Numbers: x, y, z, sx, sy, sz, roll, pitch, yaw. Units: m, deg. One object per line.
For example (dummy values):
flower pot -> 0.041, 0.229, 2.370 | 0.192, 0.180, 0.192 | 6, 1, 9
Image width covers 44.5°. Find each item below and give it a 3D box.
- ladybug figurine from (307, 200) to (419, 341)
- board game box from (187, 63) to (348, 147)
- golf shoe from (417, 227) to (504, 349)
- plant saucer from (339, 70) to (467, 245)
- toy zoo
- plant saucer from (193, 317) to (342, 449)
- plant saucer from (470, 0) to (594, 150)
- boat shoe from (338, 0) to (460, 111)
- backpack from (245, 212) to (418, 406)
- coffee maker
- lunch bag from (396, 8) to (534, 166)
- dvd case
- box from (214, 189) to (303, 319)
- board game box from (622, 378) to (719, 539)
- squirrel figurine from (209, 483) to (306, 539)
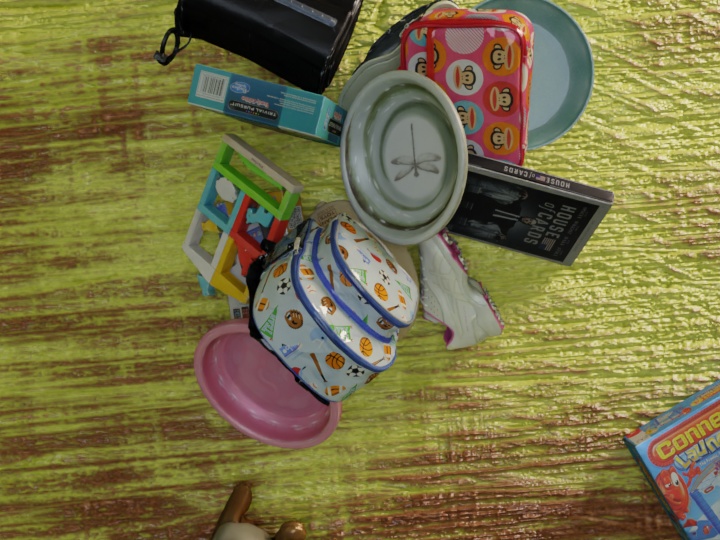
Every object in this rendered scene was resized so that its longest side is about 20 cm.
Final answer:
ladybug figurine -> 0.000, 0.000, 1.123 | 0.135, 0.072, 0.201 | -27, 91, 9
board game box -> -0.099, -0.191, 1.049 | 0.150, 0.200, 0.047 | 16, 96, 7
golf shoe -> 0.102, 0.015, 1.117 | 0.091, 0.075, 0.201 | -30, 102, 12
plant saucer -> 0.058, -0.132, 1.032 | 0.050, 0.200, 0.201 | -12, 92, -43
toy zoo -> -0.156, -0.051, 1.099 | 0.131, 0.020, 0.201 | 37, 116, 27
plant saucer -> -0.110, 0.135, 1.100 | 0.199, 0.051, 0.201 | 13, 130, 17
plant saucer -> 0.199, -0.252, 1.136 | 0.199, 0.036, 0.201 | 0, 92, 0
boat shoe -> 0.049, -0.273, 1.121 | 0.074, 0.066, 0.199 | 33, 119, -23
backpack -> -0.028, 0.045, 0.975 | 0.200, 0.191, 0.154 | 40, 121, -14
coffee maker -> -0.117, -0.300, 1.095 | 0.199, 0.135, 0.193 | 26, 98, -1
lunch bag -> 0.117, -0.213, 1.062 | 0.175, 0.082, 0.201 | 6, 121, 17
dvd case -> 0.191, -0.075, 1.090 | 0.199, 0.151, 0.025 | 16, 60, 1
box -> -0.119, 0.004, 1.115 | 0.119, 0.041, 0.201 | -7, 90, 36
board game box -> 0.478, 0.254, 1.135 | 0.199, 0.056, 0.196 | -32, 91, 1
squirrel figurine -> -0.116, 0.411, 1.124 | 0.186, 0.142, 0.201 | 26, 106, -10
